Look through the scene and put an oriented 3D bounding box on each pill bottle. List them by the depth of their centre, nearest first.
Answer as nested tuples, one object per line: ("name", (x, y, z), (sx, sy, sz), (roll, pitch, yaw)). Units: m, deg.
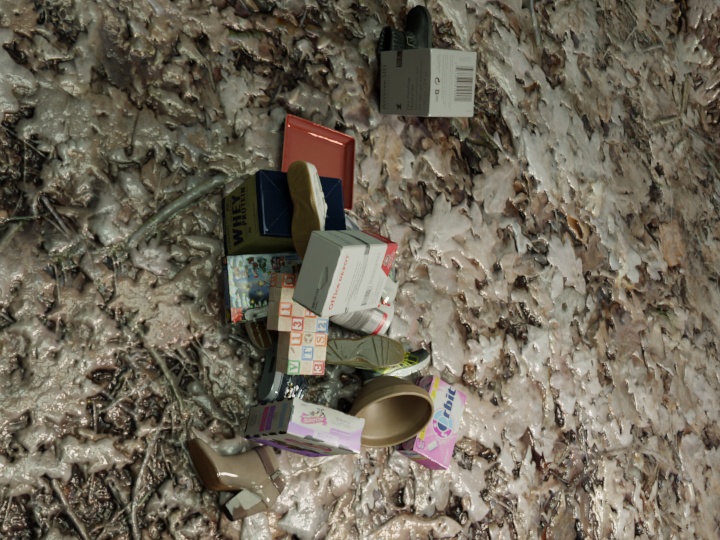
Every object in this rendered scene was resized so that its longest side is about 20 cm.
("pill bottle", (-0.030, 0.072, 1.585), (0.199, 0.110, 0.112), (30, 61, -24))

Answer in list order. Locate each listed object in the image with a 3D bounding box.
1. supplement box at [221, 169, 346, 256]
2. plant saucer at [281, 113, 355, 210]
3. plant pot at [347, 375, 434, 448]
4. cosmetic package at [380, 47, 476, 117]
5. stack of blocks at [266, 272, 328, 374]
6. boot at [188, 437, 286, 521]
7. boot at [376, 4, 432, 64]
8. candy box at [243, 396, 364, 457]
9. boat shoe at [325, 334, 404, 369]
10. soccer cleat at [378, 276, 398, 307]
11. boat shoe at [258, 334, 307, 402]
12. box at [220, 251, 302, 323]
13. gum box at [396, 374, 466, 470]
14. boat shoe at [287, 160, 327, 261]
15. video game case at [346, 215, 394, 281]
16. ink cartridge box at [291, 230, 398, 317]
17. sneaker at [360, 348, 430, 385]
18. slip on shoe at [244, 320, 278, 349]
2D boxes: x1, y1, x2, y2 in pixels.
("supplement box", (-0.166, -0.111, 1.491), (0.198, 0.199, 0.136), (2, 76, -33))
("plant saucer", (-0.106, -0.254, 1.678), (0.198, 0.037, 0.202), (13, 70, -31))
("plant pot", (0.057, 0.301, 1.553), (0.199, 0.202, 0.093), (12, 37, -31))
("cosmetic package", (0.173, -0.485, 1.809), (0.164, 0.199, 0.167), (-9, 106, -36))
("stack of blocks", (-0.129, 0.109, 1.426), (0.114, 0.058, 0.202), (6, 87, -31))
("boot", (-0.237, 0.390, 1.384), (0.146, 0.070, 0.201), (-29, 94, -43))
("boot", (0.120, -0.652, 1.925), (0.157, 0.079, 0.213), (6, 73, -33))
("candy box", (-0.115, 0.318, 1.398), (0.167, 0.199, 0.072), (23, 64, -26))
("boat shoe", (0.000, 0.187, 1.569), (0.199, 0.063, 0.074), (-1, 76, -18))
("soccer cleat", (0.000, 0.000, 1.524), (0.200, 0.069, 0.078), (39, 62, -20))
("boat shoe", (-0.153, 0.198, 1.497), (0.091, 0.070, 0.202), (32, 61, -35))
("box", (-0.187, 0.033, 1.451), (0.198, 0.040, 0.139), (-5, 91, -31))
("gum box", (0.174, 0.358, 1.665), (0.113, 0.066, 0.201), (34, 59, -24))
("boat shoe", (-0.094, -0.115, 1.375), (0.069, 0.070, 0.202), (-12, 99, -61))
("video game case", (0.006, -0.042, 1.640), (0.200, 0.023, 0.182), (42, 23, -17))
("ink cartridge box", (-0.028, 0.002, 1.368), (0.199, 0.083, 0.146), (-6, 118, -57))
("sneaker", (0.083, 0.212, 1.643), (0.199, 0.074, 0.085), (-19, 86, -37))
("slip on shoe", (-0.229, 0.068, 1.482), (0.076, 0.060, 0.202), (-22, 99, -30))
